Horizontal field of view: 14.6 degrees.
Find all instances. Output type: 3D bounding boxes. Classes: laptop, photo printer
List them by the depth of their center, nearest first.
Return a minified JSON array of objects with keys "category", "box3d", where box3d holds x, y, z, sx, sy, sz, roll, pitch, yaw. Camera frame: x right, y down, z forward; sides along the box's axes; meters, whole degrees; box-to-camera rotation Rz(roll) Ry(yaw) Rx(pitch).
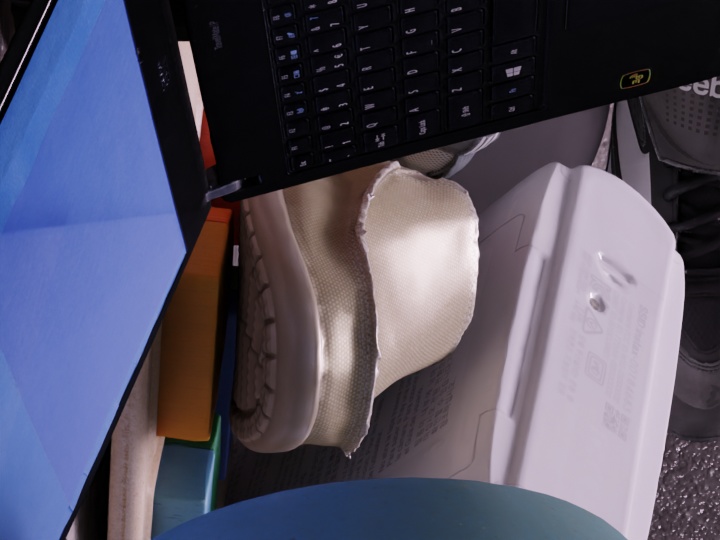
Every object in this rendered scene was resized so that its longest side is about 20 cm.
[{"category":"laptop","box3d":[0.001,-0.015,0.565,0.177,0.200,0.103,86,-11,-69]},{"category":"photo printer","box3d":[0.012,0.075,0.906,0.200,0.069,0.166,-38,-156,38]}]

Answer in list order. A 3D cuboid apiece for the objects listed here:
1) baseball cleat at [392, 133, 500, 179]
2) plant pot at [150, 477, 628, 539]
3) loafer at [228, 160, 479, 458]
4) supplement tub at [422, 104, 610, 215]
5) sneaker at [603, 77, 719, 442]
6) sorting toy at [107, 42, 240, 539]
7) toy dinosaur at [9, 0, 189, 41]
[{"category":"baseball cleat","box3d":[-0.018,-0.118,0.885,0.106,0.070,0.200,-45,-114,46]},{"category":"plant pot","box3d":[0.007,0.141,0.601,0.201,0.200,0.161,87,-3,-61]},{"category":"loafer","box3d":[0.000,0.000,0.803,0.200,0.068,0.076,-87,-179,-74]},{"category":"supplement tub","box3d":[0.017,-0.082,1.027,0.200,0.145,0.145,-75,166,-78]},{"category":"sneaker","box3d":[0.113,-0.045,0.931,0.091,0.066,0.200,64,30,-82]},{"category":"sorting toy","box3d":[-0.050,0.016,0.820,0.185,0.036,0.200,-83,174,-58]},{"category":"toy dinosaur","box3d":[-0.007,-0.086,0.619,0.102,0.136,0.200,-85,176,-55]}]
